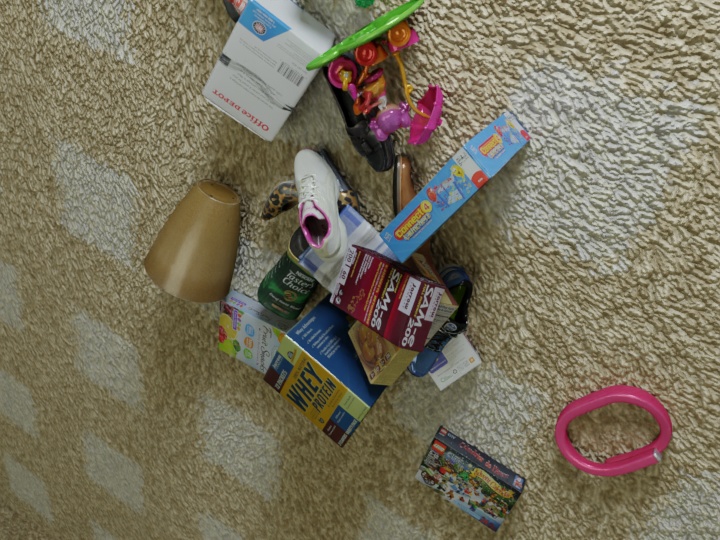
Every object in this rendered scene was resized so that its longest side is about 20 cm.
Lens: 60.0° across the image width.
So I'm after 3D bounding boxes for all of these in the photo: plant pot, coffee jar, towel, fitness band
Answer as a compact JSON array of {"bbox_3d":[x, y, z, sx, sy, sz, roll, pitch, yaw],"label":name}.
[{"bbox_3d":[-0.319,-0.073,1.266,0.184,0.186,0.203,33,113,11],"label":"plant pot"},{"bbox_3d":[-0.119,0.002,1.215,0.103,0.086,0.201,29,130,-12],"label":"coffee jar"},{"bbox_3d":[0.000,0.000,1.127,0.147,0.024,0.200,-43,104,13],"label":"towel"},{"bbox_3d":[0.427,0.276,1.063,0.199,0.037,0.145,-37,92,38],"label":"fitness band"}]

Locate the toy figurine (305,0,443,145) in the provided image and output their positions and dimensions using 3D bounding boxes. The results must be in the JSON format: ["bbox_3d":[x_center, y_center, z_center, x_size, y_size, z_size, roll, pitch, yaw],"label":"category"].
[{"bbox_3d":[0.043,-0.271,0.940,0.196,0.151,0.187,-25,113,12],"label":"toy figurine"}]

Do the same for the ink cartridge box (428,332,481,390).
[{"bbox_3d":[0.128,0.110,1.135,0.094,0.037,0.202,-34,97,10],"label":"ink cartridge box"}]

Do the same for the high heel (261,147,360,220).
[{"bbox_3d":[-0.095,-0.108,1.154,0.198,0.071,0.144,-36,88,30],"label":"high heel"}]

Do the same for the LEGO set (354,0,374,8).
[{"bbox_3d":[-0.015,-0.498,0.900,0.149,0.117,0.204,7,128,-6],"label":"LEGO set"}]

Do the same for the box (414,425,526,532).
[{"bbox_3d":[0.219,0.425,1.269,0.197,0.038,0.139,29,127,15],"label":"box"}]

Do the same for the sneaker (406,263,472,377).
[{"bbox_3d":[0.132,0.091,1.062,0.077,0.089,0.205,19,101,-17],"label":"sneaker"}]

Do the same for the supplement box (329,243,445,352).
[{"bbox_3d":[0.038,0.039,1.009,0.198,0.060,0.112,28,101,50],"label":"supplement box"}]

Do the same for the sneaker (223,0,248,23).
[{"bbox_3d":[-0.199,-0.519,1.007,0.106,0.067,0.206,-11,112,34],"label":"sneaker"}]

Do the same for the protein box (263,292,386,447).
[{"bbox_3d":[-0.040,0.178,1.194,0.198,0.198,0.136,38,128,8],"label":"protein box"}]

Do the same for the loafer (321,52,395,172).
[{"bbox_3d":[-0.009,-0.252,1.022,0.071,0.062,0.205,-16,100,44],"label":"loafer"}]

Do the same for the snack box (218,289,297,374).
[{"bbox_3d":[-0.224,0.149,1.386,0.196,0.053,0.145,24,126,19],"label":"snack box"}]

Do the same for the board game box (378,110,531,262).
[{"bbox_3d":[0.141,-0.125,0.920,0.056,0.200,0.196,46,129,2],"label":"board game box"}]

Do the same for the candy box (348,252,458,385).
[{"bbox_3d":[0.067,0.084,1.054,0.202,0.054,0.117,-54,45,28],"label":"candy box"}]

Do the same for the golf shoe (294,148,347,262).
[{"bbox_3d":[-0.074,-0.118,1.055,0.074,0.091,0.205,-20,79,15],"label":"golf shoe"}]

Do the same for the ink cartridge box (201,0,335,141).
[{"bbox_3d":[-0.154,-0.339,1.032,0.143,0.086,0.200,32,132,-17],"label":"ink cartridge box"}]

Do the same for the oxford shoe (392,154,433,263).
[{"bbox_3d":[0.091,-0.099,1.065,0.069,0.072,0.206,-8,112,2],"label":"oxford shoe"}]
